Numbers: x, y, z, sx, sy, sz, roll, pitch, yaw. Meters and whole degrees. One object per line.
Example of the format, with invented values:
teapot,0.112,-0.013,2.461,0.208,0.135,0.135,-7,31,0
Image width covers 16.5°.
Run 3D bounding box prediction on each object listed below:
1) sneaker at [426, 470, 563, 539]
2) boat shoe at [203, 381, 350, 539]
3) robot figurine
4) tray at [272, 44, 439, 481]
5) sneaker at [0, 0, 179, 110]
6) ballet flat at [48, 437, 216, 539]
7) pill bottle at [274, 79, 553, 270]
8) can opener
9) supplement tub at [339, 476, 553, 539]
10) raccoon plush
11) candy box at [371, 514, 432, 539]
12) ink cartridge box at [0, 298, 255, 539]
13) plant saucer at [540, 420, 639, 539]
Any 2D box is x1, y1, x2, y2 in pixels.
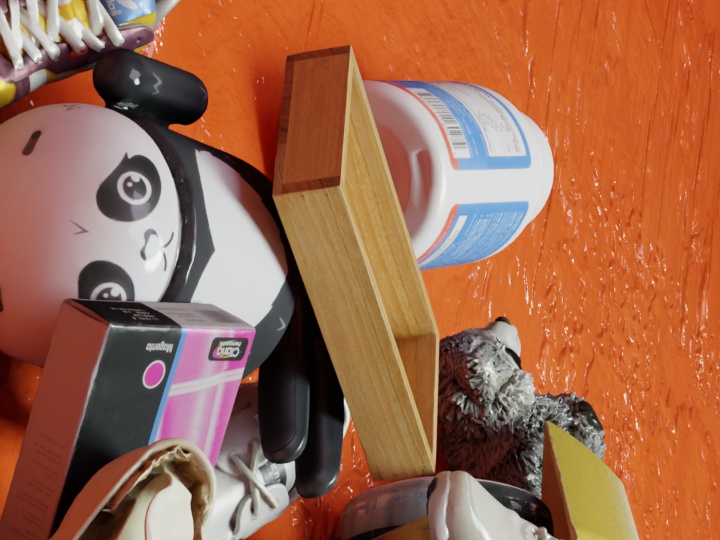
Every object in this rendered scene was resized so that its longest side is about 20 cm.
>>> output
sneaker,0.106,0.169,1.268,0.200,0.081,0.075,50,21,-22
boat shoe,-0.064,0.103,1.256,0.200,0.065,0.072,-27,104,-63
robot figurine,-0.103,-0.007,1.150,0.200,0.125,0.151,20,36,-60
tray,0.000,0.000,1.213,0.099,0.037,0.200,-87,165,-45
sneaker,-0.147,-0.120,1.147,0.200,0.090,0.075,-47,122,-59
ballet flat,-0.109,0.138,0.964,0.070,0.069,0.200,63,36,-29
pill bottle,0.041,-0.056,1.475,0.200,0.112,0.113,-5,85,-64
can opener,-0.033,0.043,1.263,0.063,0.079,0.200,38,23,-32
supplement tub,0.047,0.224,1.370,0.122,0.122,0.201,36,50,-54
raccoon plush,0.080,0.130,1.517,0.134,0.096,0.201,26,57,-49
candy box,0.021,0.239,1.257,0.056,0.116,0.201,44,26,-53
ink cartridge box,-0.113,0.110,1.075,0.095,0.037,0.201,3,110,-52
plant saucer,0.131,0.210,1.427,0.200,0.048,0.201,-93,-177,-75
